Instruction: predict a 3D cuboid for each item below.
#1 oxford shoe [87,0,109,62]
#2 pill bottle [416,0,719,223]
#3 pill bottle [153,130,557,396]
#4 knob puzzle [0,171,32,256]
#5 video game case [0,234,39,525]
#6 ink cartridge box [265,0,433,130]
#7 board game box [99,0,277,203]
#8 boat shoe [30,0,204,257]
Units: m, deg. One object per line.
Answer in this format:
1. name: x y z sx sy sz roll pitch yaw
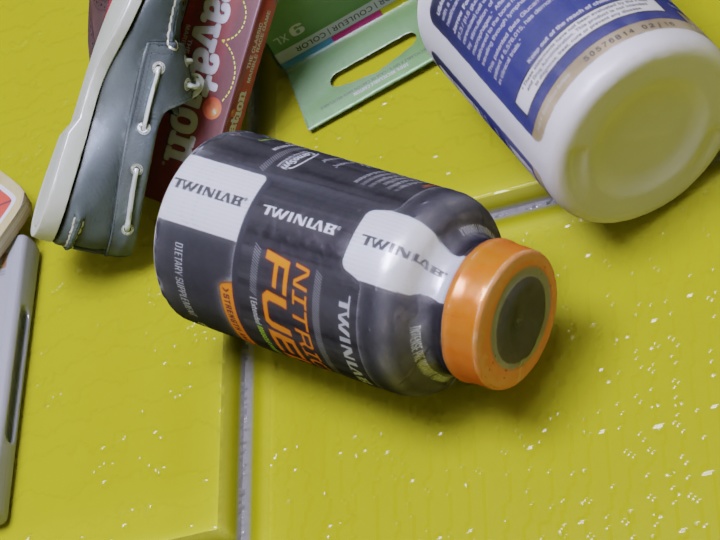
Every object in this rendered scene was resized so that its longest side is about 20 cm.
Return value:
1. oxford shoe: -0.140 -0.177 1.403 0.071 0.073 0.201 -10 60 20
2. pill bottle: 0.098 -0.125 1.223 0.111 0.111 0.200 -36 49 -1
3. pill bottle: 0.000 0.000 1.188 0.199 0.106 0.107 17 66 35
4. knob puzzle: -0.287 -0.013 1.368 0.218 0.031 0.220 -17 38 14
5. video game case: -0.281 0.077 1.333 0.199 0.023 0.183 -13 52 19
6. ink cartridge box: -0.026 -0.187 1.365 0.103 0.059 0.201 -28 49 6
7. board game box: -0.098 -0.140 1.327 0.103 0.019 0.201 20 97 29
8. boat shoe: -0.121 -0.103 1.305 0.073 0.061 0.201 -150 82 -76
